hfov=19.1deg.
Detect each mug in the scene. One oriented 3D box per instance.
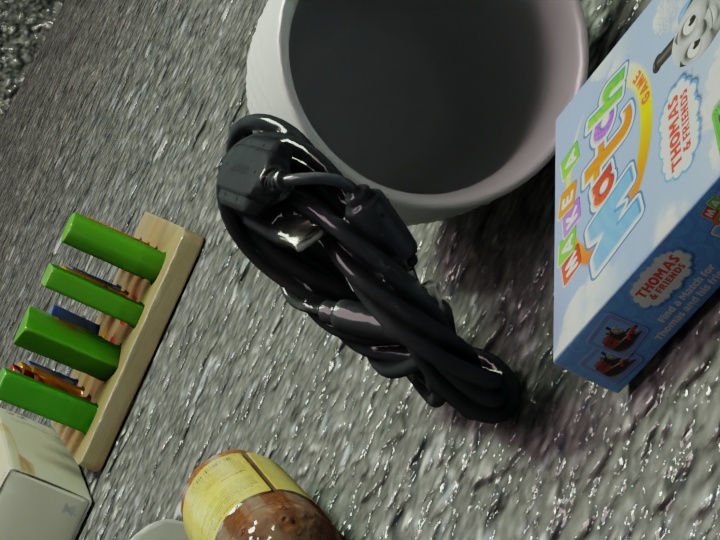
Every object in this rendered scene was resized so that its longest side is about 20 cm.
[{"bbox_3d":[0.037,-0.109,1.052,0.200,0.148,0.175,-38,3,-12],"label":"mug"}]

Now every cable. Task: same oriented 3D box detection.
[{"bbox_3d":[0.000,0.000,0.948,0.051,0.163,0.200,-48,15,-8],"label":"cable"}]

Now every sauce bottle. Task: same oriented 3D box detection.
[{"bbox_3d":[-0.045,0.138,1.052,0.066,0.066,0.200,-65,14,2],"label":"sauce bottle"}]

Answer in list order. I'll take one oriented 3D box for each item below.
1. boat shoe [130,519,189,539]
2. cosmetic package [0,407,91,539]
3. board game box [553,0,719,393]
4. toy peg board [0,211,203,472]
[{"bbox_3d":[-0.125,0.236,1.180,0.069,0.072,0.200,-46,34,51],"label":"boat shoe"},{"bbox_3d":[-0.276,0.188,1.707,0.105,0.071,0.200,-65,16,2],"label":"cosmetic package"},{"bbox_3d":[0.140,-0.070,0.815,0.200,0.037,0.151,-54,20,39],"label":"board game box"},{"bbox_3d":[-0.227,0.037,1.724,0.200,0.098,0.199,-65,16,-1],"label":"toy peg board"}]
